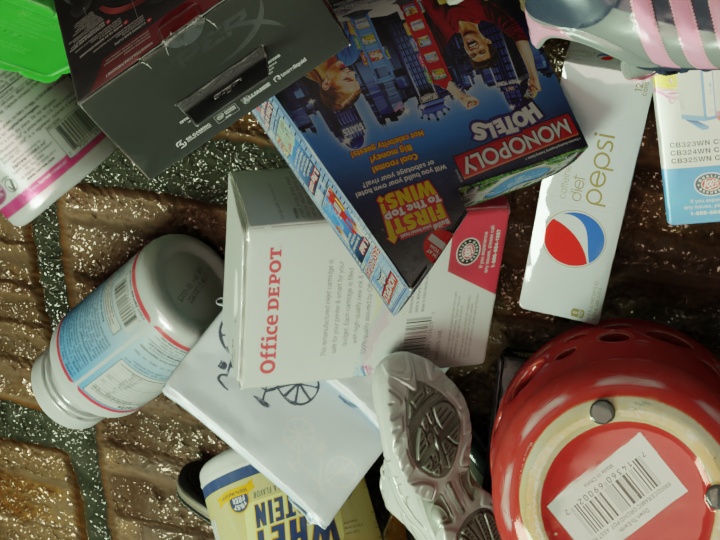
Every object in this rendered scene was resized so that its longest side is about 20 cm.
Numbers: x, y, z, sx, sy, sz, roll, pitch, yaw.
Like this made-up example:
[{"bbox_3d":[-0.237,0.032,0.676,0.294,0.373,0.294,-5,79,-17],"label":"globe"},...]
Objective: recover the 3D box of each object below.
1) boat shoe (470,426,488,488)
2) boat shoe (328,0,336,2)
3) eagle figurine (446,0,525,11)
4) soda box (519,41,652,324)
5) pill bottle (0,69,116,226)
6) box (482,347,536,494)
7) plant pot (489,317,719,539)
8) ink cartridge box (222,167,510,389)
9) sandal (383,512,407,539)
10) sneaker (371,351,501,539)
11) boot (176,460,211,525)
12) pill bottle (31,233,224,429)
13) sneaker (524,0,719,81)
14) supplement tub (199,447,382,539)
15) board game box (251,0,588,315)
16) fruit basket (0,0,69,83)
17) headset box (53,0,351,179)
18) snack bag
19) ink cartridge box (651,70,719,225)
[{"bbox_3d":[0.141,0.192,0.999,0.067,0.072,0.200,-41,96,-3],"label":"boat shoe"},{"bbox_3d":[-0.027,-0.169,0.827,0.198,0.075,0.060,20,170,-12],"label":"boat shoe"},{"bbox_3d":[0.040,-0.241,0.714,0.199,0.153,0.151,31,165,6],"label":"eagle figurine"},{"bbox_3d":[0.163,-0.065,0.820,0.063,0.068,0.202,12,123,11],"label":"soda box"},{"bbox_3d":[-0.296,-0.145,0.903,0.113,0.114,0.201,-30,107,31],"label":"pill bottle"},{"bbox_3d":[0.198,0.177,0.918,0.197,0.050,0.201,8,96,11],"label":"box"},{"bbox_3d":[0.188,0.145,0.802,0.198,0.182,0.203,1,96,11],"label":"plant pot"},{"bbox_3d":[0.000,0.000,0.855,0.197,0.086,0.149,-3,125,-15],"label":"ink cartridge box"},{"bbox_3d":[0.048,0.213,1.004,0.078,0.069,0.214,40,147,43],"label":"sandal"},{"bbox_3d":[0.041,0.151,0.883,0.099,0.078,0.202,8,123,53],"label":"sneaker"},{"bbox_3d":[-0.108,0.285,1.130,0.198,0.073,0.151,25,125,-4],"label":"boot"},{"bbox_3d":[-0.202,0.061,0.999,0.199,0.109,0.109,-35,105,33],"label":"pill bottle"},{"bbox_3d":[0.186,-0.136,0.627,0.198,0.070,0.082,22,141,11],"label":"sneaker"},{"bbox_3d":[-0.050,0.249,0.992,0.144,0.144,0.202,-28,71,31],"label":"supplement tub"},{"bbox_3d":[0.037,-0.085,0.750,0.062,0.198,0.202,116,134,-71],"label":"board game box"},{"bbox_3d":[-0.248,-0.259,0.795,0.154,0.216,0.217,-17,114,27],"label":"fruit basket"},{"bbox_3d":[-0.104,-0.162,0.689,0.148,0.201,0.075,-33,136,7],"label":"headset box"},{"bbox_3d":[-0.038,0.077,0.928,0.188,0.200,0.021,42,169,-9],"label":"snack bag"},{"bbox_3d":[0.245,-0.150,0.704,0.127,0.126,0.202,-4,120,21],"label":"ink cartridge box"}]
